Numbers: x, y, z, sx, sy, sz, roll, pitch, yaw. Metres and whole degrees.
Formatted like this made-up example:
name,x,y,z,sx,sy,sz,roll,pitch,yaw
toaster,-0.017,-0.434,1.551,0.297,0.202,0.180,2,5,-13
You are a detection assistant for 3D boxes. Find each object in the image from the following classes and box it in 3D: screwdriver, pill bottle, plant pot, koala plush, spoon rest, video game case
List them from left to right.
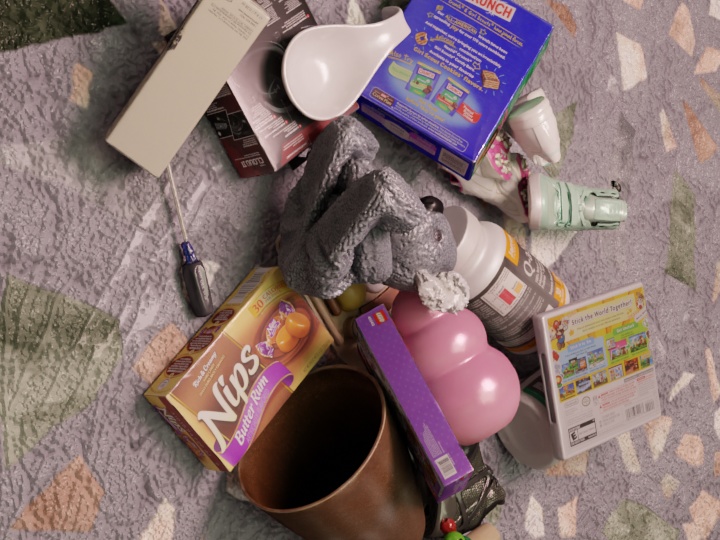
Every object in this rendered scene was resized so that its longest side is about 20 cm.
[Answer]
name,x,y,z,sx,sy,sz,roll,pitch,yaw
screwdriver,-0.196,-0.047,1.301,0.029,0.028,0.203,-18,98,-7
spoon rest,-0.011,-0.241,1.337,0.200,0.060,0.100,-40,111,-34
plant pot,-0.009,0.242,1.352,0.188,0.185,0.201,-57,131,-25
koala plush,0.027,-0.035,1.332,0.198,0.178,0.185,21,113,-36
pill bottle,0.165,0.011,1.524,0.199,0.116,0.118,37,66,-31
pill bottle,0.278,0.167,1.606,0.199,0.112,0.115,-31,106,-34
video game case,0.306,0.125,1.545,0.198,0.023,0.185,-15,98,-37

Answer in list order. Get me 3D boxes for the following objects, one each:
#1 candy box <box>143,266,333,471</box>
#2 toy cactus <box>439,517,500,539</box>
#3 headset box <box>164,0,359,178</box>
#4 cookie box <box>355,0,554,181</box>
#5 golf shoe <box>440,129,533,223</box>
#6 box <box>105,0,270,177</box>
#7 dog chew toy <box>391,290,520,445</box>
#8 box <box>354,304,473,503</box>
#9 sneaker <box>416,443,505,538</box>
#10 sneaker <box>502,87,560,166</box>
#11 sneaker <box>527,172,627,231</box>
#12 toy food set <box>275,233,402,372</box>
name,x,y,z,sx,sy,sz,roll,pitch,yaw
candy box,-0.130,0.106,1.325,0.201,0.056,0.117,-50,117,-30
toy cactus,0.105,0.363,1.449,0.164,0.101,0.203,-35,137,-42
headset box,-0.103,-0.212,1.349,0.149,0.077,0.202,-41,113,-32
cookie box,0.113,-0.242,1.452,0.170,0.075,0.202,31,79,5
golf shoe,0.170,-0.121,1.568,0.200,0.090,0.076,46,43,-51
box,-0.176,-0.200,1.227,0.068,0.082,0.201,35,97,-16
dog chew toy,0.103,0.099,1.407,0.124,0.124,0.202,-28,90,-35
box,0.056,0.148,1.315,0.039,0.137,0.202,-26,74,-8
sneaker,0.130,0.235,1.513,0.113,0.076,0.203,12,82,-40
sneaker,0.221,-0.178,1.547,0.074,0.200,0.089,-28,102,10
sneaker,0.285,-0.089,1.569,0.200,0.116,0.075,-4,95,-68
toy food set,0.000,0.000,1.429,0.143,0.060,0.202,-41,113,-31
